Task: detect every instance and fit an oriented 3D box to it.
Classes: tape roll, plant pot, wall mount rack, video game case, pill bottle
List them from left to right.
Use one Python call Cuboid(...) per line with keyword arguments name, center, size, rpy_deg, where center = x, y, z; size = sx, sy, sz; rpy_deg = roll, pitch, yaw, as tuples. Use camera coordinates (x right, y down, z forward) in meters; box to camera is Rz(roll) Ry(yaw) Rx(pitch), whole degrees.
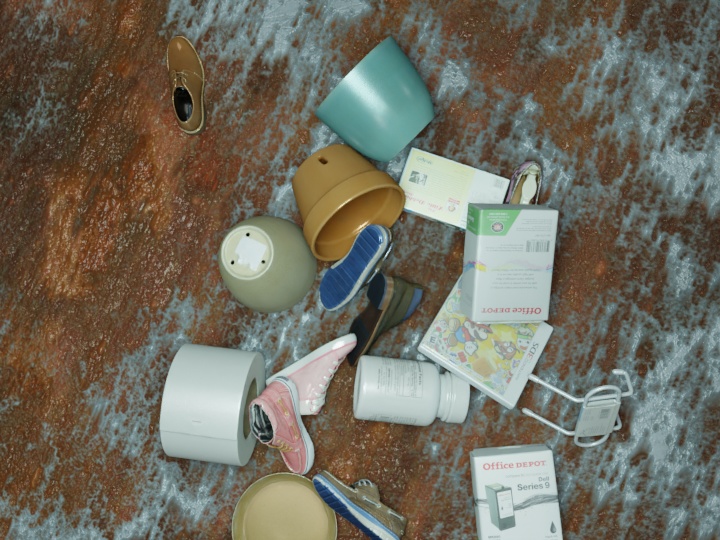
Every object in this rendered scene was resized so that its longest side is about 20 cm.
Cuboid(name="tape roll", center=(-0.260, 0.239, 1.353), size=(0.137, 0.203, 0.205), rpy_deg=(7, 85, 6))
Cuboid(name="plant pot", center=(-0.183, -0.022, 1.371), size=(0.185, 0.200, 0.190), rpy_deg=(0, 84, 4))
Cuboid(name="plant pot", center=(-0.141, 0.479, 1.408), size=(0.197, 0.027, 0.203), rpy_deg=(0, 84, 4))
Cuboid(name="plant pot", center=(-0.035, -0.135, 1.385), size=(0.199, 0.200, 0.141), rpy_deg=(-34, 67, 1))
Cuboid(name="plant pot", center=(0.040, -0.299, 1.387), size=(0.200, 0.201, 0.161), rpy_deg=(-44, 96, -1))
Cuboid(name="pill bottle", center=(0.091, 0.221, 1.366), size=(0.197, 0.114, 0.116), rpy_deg=(7, 85, -6))
Cuboid(name="video game case", center=(0.230, 0.124, 1.378), size=(0.199, 0.023, 0.183), rpy_deg=(32, 63, 7))
Cuboid(name="wall mount rack", center=(0.383, 0.238, 1.336), size=(0.171, 0.201, 0.075), rpy_deg=(-6, 48, 1))

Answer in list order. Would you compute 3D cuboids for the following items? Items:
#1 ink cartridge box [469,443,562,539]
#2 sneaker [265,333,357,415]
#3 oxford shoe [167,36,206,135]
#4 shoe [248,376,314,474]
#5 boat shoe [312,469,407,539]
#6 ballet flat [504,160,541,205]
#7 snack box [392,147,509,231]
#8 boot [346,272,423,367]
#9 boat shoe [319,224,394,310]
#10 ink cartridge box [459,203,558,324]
Cuboid(name="ink cartridge box", center=(0.278, 0.422, 1.351), size=(0.144, 0.084, 0.203), rpy_deg=(-6, 84, 3))
Cuboid(name="sneaker", center=(-0.073, 0.201, 1.399), size=(0.199, 0.075, 0.105), rpy_deg=(-32, 83, 15))
Cuboid(name="oxford shoe", center=(-0.346, -0.373, 1.483), size=(0.070, 0.071, 0.202), rpy_deg=(-13, 82, 5))
Cuboid(name="shoe", center=(-0.146, 0.298, 1.359), size=(0.071, 0.091, 0.202), rpy_deg=(3, 114, 32))
Cuboid(name="boat shoe", center=(0.000, 0.424, 1.381), size=(0.200, 0.072, 0.073), rpy_deg=(43, 59, -8))
Cuboid(name="ballet flat", center=(0.299, -0.109, 1.406), size=(0.068, 0.071, 0.202), rpy_deg=(12, 86, 3))
Cuboid(name="snack box", center=(0.171, -0.146, 1.436), size=(0.198, 0.037, 0.117), rpy_deg=(20, 86, 6))
Cuboid(name="boot", center=(0.045, 0.100, 1.402), size=(0.096, 0.075, 0.201), rpy_deg=(6, 121, -31))
Cuboid(name="boat shoe", center=(0.000, 0.000, 1.403), size=(0.200, 0.072, 0.073), rpy_deg=(-49, 65, 29))
Cuboid(name="ink cartridge box", center=(0.260, -0.014, 1.335), size=(0.143, 0.088, 0.203), rpy_deg=(0, 102, -9))
